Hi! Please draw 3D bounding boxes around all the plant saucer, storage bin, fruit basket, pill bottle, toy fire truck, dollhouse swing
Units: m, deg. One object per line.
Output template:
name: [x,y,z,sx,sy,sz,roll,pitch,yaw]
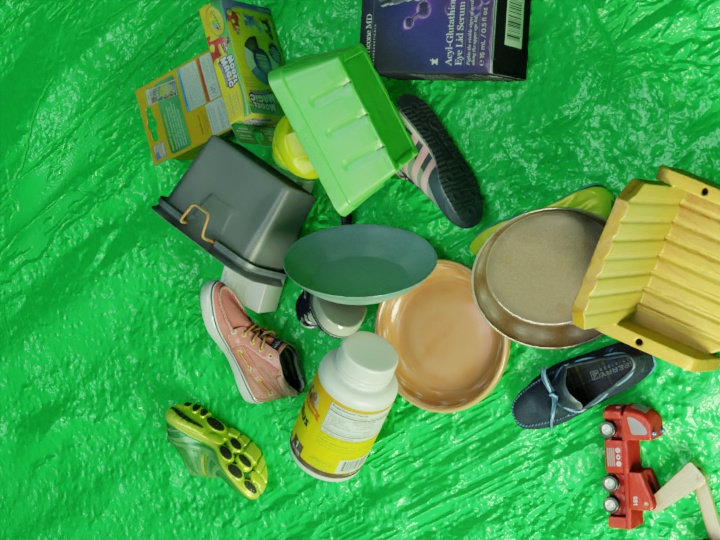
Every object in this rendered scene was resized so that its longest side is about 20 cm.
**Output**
plant saucer: [0.232,0.004,1.443,0.199,0.035,0.201,2,123,4]
storage bin: [-0.169,-0.090,1.643,0.200,0.145,0.135,35,99,26]
fruit basket: [-0.052,-0.172,1.542,0.215,0.156,0.217,8,113,19]
pill bottle: [-0.018,0.178,1.596,0.109,0.109,0.201,42,129,25]
plant saucer: [0.000,0.000,1.554,0.200,0.201,0.039,17,125,31]
toy fire truck: [0.359,0.258,1.416,0.140,0.049,0.201,-3,90,33]
plant saucer: [0.110,0.085,1.579,0.199,0.037,0.201,2,94,33]
dollhouse swing: [0.350,0.005,1.313,0.181,0.176,0.201,24,104,14]

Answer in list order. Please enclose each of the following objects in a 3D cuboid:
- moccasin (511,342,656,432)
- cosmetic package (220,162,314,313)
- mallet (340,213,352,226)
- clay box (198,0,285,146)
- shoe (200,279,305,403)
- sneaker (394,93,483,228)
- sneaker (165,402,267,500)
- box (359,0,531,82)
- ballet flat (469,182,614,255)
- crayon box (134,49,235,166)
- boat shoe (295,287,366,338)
moccasin: [0.259,0.134,1.464,0.200,0.068,0.081,-37,73,29]
cosmetic package: [-0.136,-0.048,1.726,0.082,0.051,0.201,25,105,27]
mallet: [-0.017,-0.135,1.659,0.041,0.066,0.201,4,109,36]
clay box: [-0.151,-0.275,1.689,0.047,0.115,0.201,-22,80,32]
shoe: [-0.148,0.097,1.701,0.091,0.072,0.201,-10,114,29]
sneaker: [0.089,-0.130,1.576,0.082,0.070,0.201,-44,65,44]
sneaker: [-0.213,0.275,1.786,0.200,0.074,0.084,37,131,27]
box: [0.106,-0.317,1.526,0.199,0.104,0.149,5,95,32]
ballet flat: [0.222,-0.042,1.478,0.199,0.067,0.067,-24,52,28]
crayon box: [-0.234,-0.246,1.782,0.199,0.051,0.126,-21,81,31]
boat shoe: [-0.045,0.056,1.611,0.074,0.200,0.093,21,115,-12]
